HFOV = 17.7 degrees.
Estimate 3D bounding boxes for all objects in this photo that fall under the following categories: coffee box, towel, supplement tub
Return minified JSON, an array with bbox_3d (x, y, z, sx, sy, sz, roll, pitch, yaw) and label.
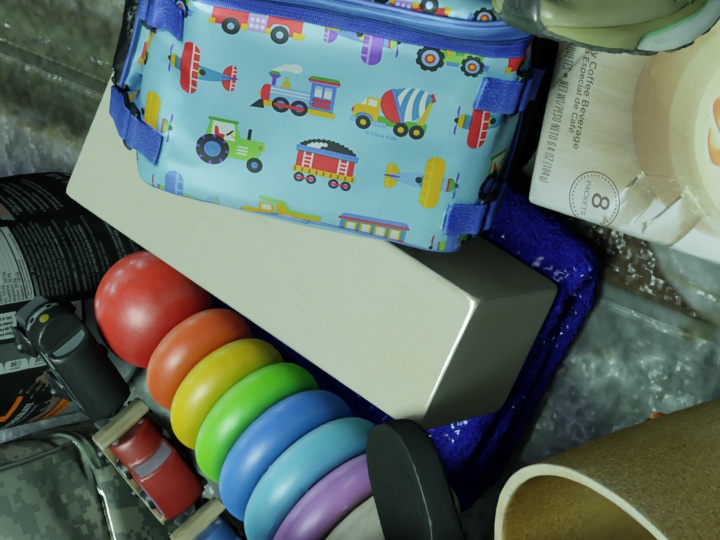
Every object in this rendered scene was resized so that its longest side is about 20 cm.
[{"bbox_3d":[0.176,-0.056,0.884,0.200,0.080,0.115,19,109,31],"label":"coffee box"},{"bbox_3d":[0.000,0.000,1.037,0.200,0.049,0.148,37,118,24],"label":"towel"},{"bbox_3d":[-0.204,0.021,1.086,0.122,0.200,0.123,7,101,40],"label":"supplement tub"}]

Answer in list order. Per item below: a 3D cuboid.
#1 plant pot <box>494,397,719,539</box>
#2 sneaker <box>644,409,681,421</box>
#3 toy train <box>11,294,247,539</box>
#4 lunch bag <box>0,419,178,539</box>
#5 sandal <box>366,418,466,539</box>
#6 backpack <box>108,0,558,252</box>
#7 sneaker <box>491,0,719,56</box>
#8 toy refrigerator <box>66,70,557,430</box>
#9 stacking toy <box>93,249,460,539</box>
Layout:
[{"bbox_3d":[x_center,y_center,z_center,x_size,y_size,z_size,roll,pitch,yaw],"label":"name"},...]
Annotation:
[{"bbox_3d":[0.182,0.111,0.829,0.186,0.200,0.187,49,153,35],"label":"plant pot"},{"bbox_3d":[0.174,0.147,0.932,0.078,0.075,0.201,-16,99,15],"label":"sneaker"},{"bbox_3d":[-0.095,0.091,1.074,0.046,0.034,0.200,24,152,58],"label":"toy train"},{"bbox_3d":[-0.167,0.176,1.114,0.139,0.168,0.201,-13,91,36],"label":"lunch bag"},{"bbox_3d":[0.028,0.159,0.913,0.075,0.045,0.201,-10,98,67],"label":"sandal"},{"bbox_3d":[0.001,-0.130,0.906,0.182,0.135,0.200,16,123,-3],"label":"backpack"},{"bbox_3d":[0.117,-0.147,0.830,0.077,0.200,0.089,24,137,37],"label":"sneaker"},{"bbox_3d":[-0.024,-0.011,0.983,0.200,0.076,0.070,32,109,24],"label":"toy refrigerator"},{"bbox_3d":[-0.050,0.065,1.014,0.200,0.085,0.085,44,120,25],"label":"stacking toy"}]
